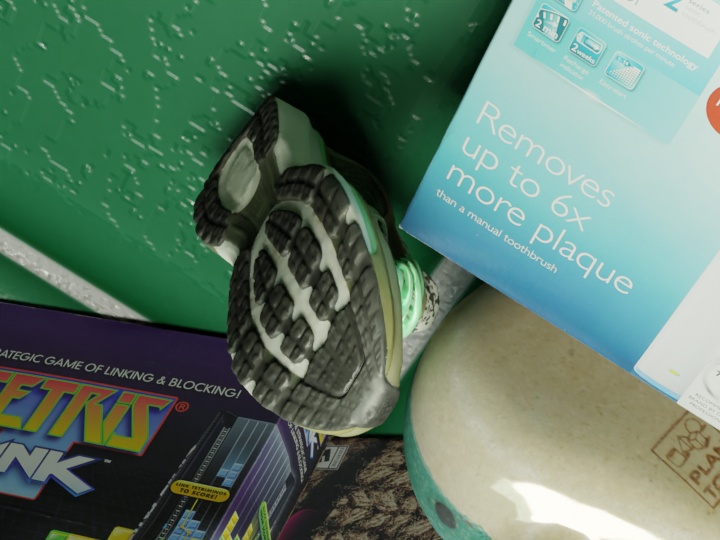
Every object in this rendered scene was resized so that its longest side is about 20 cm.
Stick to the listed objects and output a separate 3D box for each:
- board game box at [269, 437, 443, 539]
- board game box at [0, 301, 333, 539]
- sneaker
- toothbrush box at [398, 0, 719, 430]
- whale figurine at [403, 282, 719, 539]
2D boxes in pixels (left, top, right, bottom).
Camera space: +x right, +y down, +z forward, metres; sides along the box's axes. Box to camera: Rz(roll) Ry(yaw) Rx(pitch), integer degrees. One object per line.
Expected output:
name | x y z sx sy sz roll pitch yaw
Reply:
board game box | 0.043 0.162 0.779 0.198 0.160 0.097 -2 128 28
board game box | -0.134 0.095 0.804 0.198 0.166 0.057 7 133 21
sneaker | 0.000 0.000 0.663 0.088 0.200 0.077 25 110 -23
toothbrush box | 0.120 -0.062 0.588 0.146 0.085 0.201 33 135 5
whale figurine | 0.105 0.090 0.689 0.200 0.159 0.104 39 143 14
